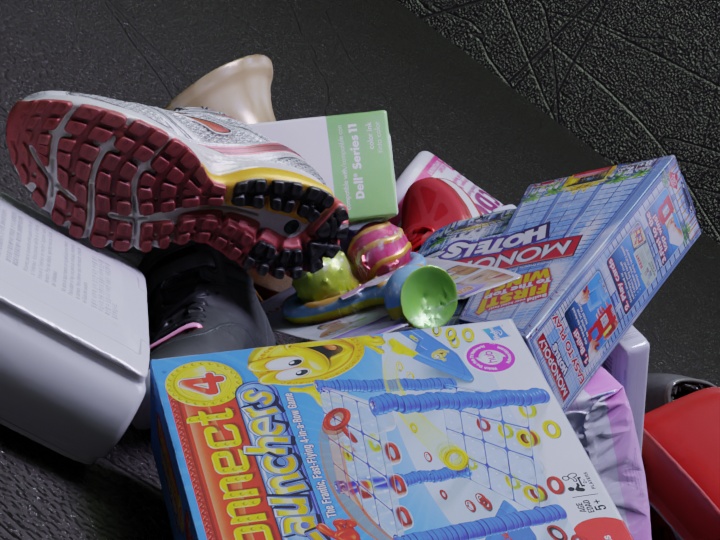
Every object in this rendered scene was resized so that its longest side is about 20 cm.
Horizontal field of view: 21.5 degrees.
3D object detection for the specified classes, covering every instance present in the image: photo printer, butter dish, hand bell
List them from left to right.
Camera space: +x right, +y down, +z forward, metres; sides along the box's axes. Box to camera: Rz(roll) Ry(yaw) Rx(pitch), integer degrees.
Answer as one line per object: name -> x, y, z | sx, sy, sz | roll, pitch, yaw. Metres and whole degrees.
photo printer -> -0.206, 0.004, 0.969 | 0.199, 0.070, 0.167 | 30, 14, -18
hand bell -> -0.050, -0.033, 1.271 | 0.201, 0.104, 0.104 | 56, 18, 11
butter dish -> 0.276, 0.162, 1.306 | 0.200, 0.147, 0.201 | 51, -10, 46

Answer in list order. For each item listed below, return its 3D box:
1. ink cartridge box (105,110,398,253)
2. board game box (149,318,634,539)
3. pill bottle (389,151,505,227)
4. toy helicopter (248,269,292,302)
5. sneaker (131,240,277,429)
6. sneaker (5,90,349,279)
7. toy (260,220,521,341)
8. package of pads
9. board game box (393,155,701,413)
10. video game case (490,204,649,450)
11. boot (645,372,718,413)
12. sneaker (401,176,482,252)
ink cartridge box -> -0.085, -0.052, 1.175 | 0.198, 0.068, 0.117 | -6, -2, -10
board game box -> 0.009, 0.110, 0.906 | 0.194, 0.056, 0.201 | -6, 34, -14
pill bottle -> 0.102, -0.001, 1.610 | 0.199, 0.114, 0.113 | 35, 14, 2
toy helicopter -> -0.112, -0.027, 1.337 | 0.198, 0.079, 0.132 | 23, 24, -3
sneaker -> -0.101, 0.027, 1.064 | 0.100, 0.070, 0.200 | 67, 11, 4
sneaker -> -0.106, -0.053, 1.055 | 0.199, 0.078, 0.082 | 19, 24, -30
toy -> 0.000, 0.000, 1.138 | 0.200, 0.114, 0.048 | 17, -54, 65
package of pads -> 0.116, 0.105, 1.214 | 0.075, 0.122, 0.200 | -12, 18, -11
board game box -> 0.091, 0.019, 1.170 | 0.062, 0.198, 0.200 | 66, 31, -22
video game case -> 0.140, 0.083, 1.314 | 0.023, 0.202, 0.182 | -17, 38, -19
boot -> 0.182, 0.091, 1.453 | 0.181, 0.073, 0.200 | 29, -4, -22
sneaker -> 0.040, -0.003, 1.463 | 0.115, 0.078, 0.201 | 19, 41, -35
